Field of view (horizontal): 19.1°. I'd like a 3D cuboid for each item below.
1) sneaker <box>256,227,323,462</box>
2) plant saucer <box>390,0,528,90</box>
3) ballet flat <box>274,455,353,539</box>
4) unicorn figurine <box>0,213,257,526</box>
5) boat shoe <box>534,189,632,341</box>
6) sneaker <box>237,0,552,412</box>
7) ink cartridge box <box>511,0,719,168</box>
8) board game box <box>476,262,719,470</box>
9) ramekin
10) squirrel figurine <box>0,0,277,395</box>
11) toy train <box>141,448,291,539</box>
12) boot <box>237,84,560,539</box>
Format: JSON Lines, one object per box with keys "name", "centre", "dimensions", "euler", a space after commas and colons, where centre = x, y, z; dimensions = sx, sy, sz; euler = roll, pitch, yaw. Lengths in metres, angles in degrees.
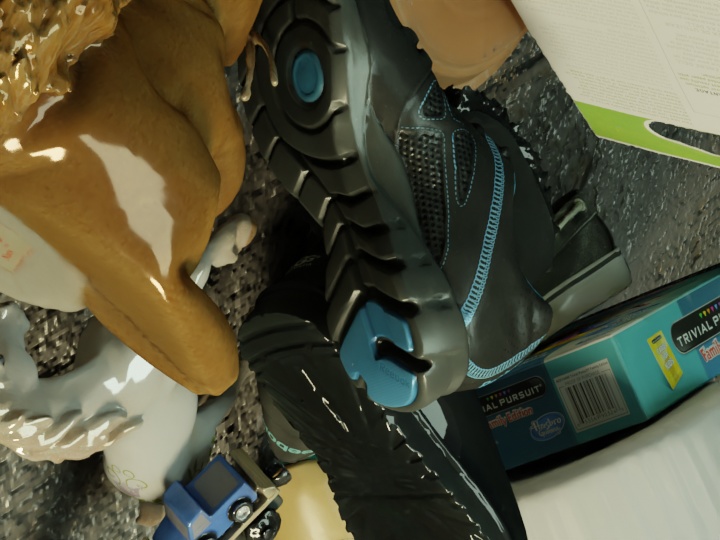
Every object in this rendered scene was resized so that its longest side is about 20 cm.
{"name": "sneaker", "centre": [0.000, 0.000, 0.998], "dimensions": [0.201, 0.075, 0.079], "euler": [-62, 176, -28]}
{"name": "plant saucer", "centre": [0.048, -0.172, 0.957], "dimensions": [0.200, 0.032, 0.202], "euler": [-30, 127, -48]}
{"name": "ballet flat", "centre": [0.003, 0.163, 1.049], "dimensions": [0.201, 0.068, 0.063], "euler": [63, 9, -49]}
{"name": "unicorn figurine", "centre": [-0.091, 0.039, 0.849], "dimensions": [0.138, 0.073, 0.201], "euler": [-61, 144, -27]}
{"name": "boat shoe", "centre": [0.054, 0.019, 1.086], "dimensions": [0.199, 0.070, 0.064], "euler": [-30, 96, -38]}
{"name": "sneaker", "centre": [0.011, -0.048, 0.834], "dimensions": [0.081, 0.073, 0.202], "euler": [-13, 85, -36]}
{"name": "ink cartridge box", "centre": [0.152, -0.123, 0.975], "dimensions": [0.076, 0.147, 0.200], "euler": [-65, 149, -16]}
{"name": "board game box", "centre": [0.129, 0.050, 1.130], "dimensions": [0.199, 0.150, 0.047], "euler": [-23, 90, -52]}
{"name": "ramekin", "centre": [0.122, 0.132, 1.061], "dimensions": [0.200, 0.200, 0.098], "euler": [-22, 89, -52]}
{"name": "squirrel figurine", "centre": [-0.089, -0.093, 0.739], "dimensions": [0.188, 0.140, 0.201], "euler": [-62, 150, -30]}
{"name": "toy train", "centre": [-0.106, 0.144, 0.859], "dimensions": [0.200, 0.034, 0.046], "euler": [-44, 134, -6]}
{"name": "boot", "centre": [0.039, 0.032, 0.918], "dimensions": [0.199, 0.073, 0.163], "euler": [57, 46, -23]}
